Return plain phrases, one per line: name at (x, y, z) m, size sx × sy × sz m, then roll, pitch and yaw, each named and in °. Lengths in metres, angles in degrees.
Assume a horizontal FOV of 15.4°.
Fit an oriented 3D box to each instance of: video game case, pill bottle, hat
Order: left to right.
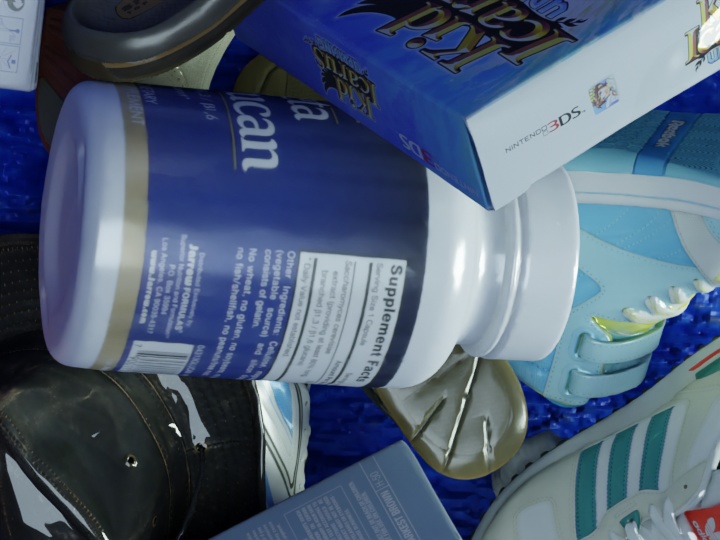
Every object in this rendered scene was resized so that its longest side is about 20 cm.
hat at (-0.133, 0.089, 1.100) m, size 0.199 × 0.081 × 0.202 m, roll 8°, pitch 112°, yaw 20°
pill bottle at (-0.020, -0.012, 1.045) m, size 0.199 × 0.111 × 0.112 m, roll 4°, pitch 105°, yaw -17°
video game case at (0.064, -0.119, 1.027) m, size 0.181 × 0.200 × 0.046 m, roll -32°, pitch 126°, yaw -16°

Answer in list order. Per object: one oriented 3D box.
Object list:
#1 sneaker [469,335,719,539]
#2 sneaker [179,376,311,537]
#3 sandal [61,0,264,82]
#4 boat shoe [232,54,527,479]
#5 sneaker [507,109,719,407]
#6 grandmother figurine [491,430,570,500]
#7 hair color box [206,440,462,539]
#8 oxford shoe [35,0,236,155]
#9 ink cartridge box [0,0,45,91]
sneaker at (0.126, 0.103, 1.126) m, size 0.199 × 0.093 × 0.070 m, roll -38°, pitch 109°, yaw 0°
sneaker at (-0.045, 0.079, 1.156) m, size 0.072 × 0.072 × 0.201 m, roll -19°, pitch 113°, yaw -15°
sandal at (-0.038, -0.149, 1.031) m, size 0.200 × 0.082 × 0.055 m, roll -35°, pitch 127°, yaw -13°
boat shoe at (0.001, 0.000, 1.142) m, size 0.072 × 0.066 × 0.201 m, roll -31°, pitch 91°, yaw -14°
sneaker at (0.133, 0.003, 1.135) m, size 0.199 × 0.079 × 0.131 m, roll 10°, pitch 116°, yaw 28°
grandmother figurine at (0.091, 0.167, 1.213) m, size 0.121 × 0.061 × 0.201 m, roll -14°, pitch 111°, yaw -25°
hair color box at (-0.050, 0.159, 1.089) m, size 0.199 × 0.061 × 0.099 m, roll -26°, pitch 143°, yaw -6°
oxford shoe at (-0.078, -0.140, 1.096) m, size 0.073 × 0.071 × 0.201 m, roll 5°, pitch 109°, yaw -35°
ink cartridge box at (-0.224, -0.144, 1.071) m, size 0.199 × 0.042 × 0.120 m, roll 5°, pitch 105°, yaw -15°
